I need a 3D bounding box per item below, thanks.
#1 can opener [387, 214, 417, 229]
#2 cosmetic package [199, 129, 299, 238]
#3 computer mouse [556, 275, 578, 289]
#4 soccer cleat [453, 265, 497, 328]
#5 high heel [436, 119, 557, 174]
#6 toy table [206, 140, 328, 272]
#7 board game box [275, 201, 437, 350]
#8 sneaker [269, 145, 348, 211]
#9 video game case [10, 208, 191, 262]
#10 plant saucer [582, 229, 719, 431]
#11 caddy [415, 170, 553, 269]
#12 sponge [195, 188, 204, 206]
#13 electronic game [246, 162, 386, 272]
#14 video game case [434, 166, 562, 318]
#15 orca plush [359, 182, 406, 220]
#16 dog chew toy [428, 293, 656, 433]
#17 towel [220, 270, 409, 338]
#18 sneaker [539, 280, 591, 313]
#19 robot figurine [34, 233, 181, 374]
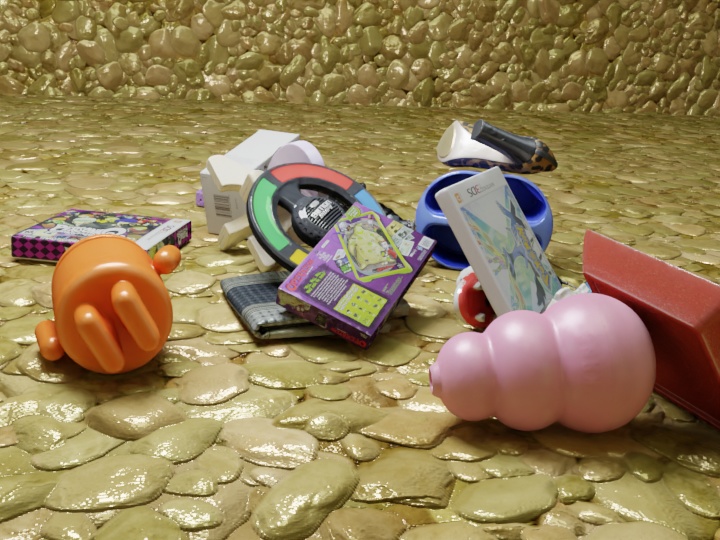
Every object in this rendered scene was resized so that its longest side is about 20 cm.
[{"bbox_3d":[0.050,-0.055,1.268,0.077,0.064,0.200,-16,12,7],"label":"can opener"},{"bbox_3d":[-0.173,-0.145,1.391,0.083,0.109,0.200,9,32,22],"label":"cosmetic package"},{"bbox_3d":[0.272,0.031,1.125,0.198,0.034,0.058,23,-5,35],"label":"computer mouse"},{"bbox_3d":[0.148,0.026,1.061,0.084,0.070,0.199,0,12,32],"label":"soccer cleat"},{"bbox_3d":[0.199,-0.171,1.280,0.141,0.073,0.200,21,-5,-16],"label":"high heel"},{"bbox_3d":[-0.132,-0.093,1.220,0.116,0.201,0.185,-20,61,-31],"label":"toy table"},{"bbox_3d":[0.000,0.000,0.996,0.119,0.033,0.200,29,42,9],"label":"board game box"},{"bbox_3d":[-0.062,-0.115,1.348,0.200,0.076,0.088,43,9,-4],"label":"sneaker"},{"bbox_3d":[-0.364,-0.047,1.223,0.196,0.037,0.181,6,16,7],"label":"video game case"},{"bbox_3d":[0.294,0.071,0.796,0.037,0.201,0.200,-38,28,-7],"label":"plant saucer"},{"bbox_3d":[0.179,-0.073,1.240,0.196,0.144,0.105,5,14,7],"label":"caddy"},{"bbox_3d":[-0.181,-0.124,1.514,0.197,0.030,0.111,13,21,24],"label":"sponge"},{"bbox_3d":[-0.050,-0.062,1.087,0.197,0.042,0.202,15,47,-16],"label":"electronic game"},{"bbox_3d":[0.176,-0.021,1.023,0.022,0.202,0.182,-28,0,31],"label":"video game case"},{"bbox_3d":[-0.001,-0.108,1.429,0.198,0.072,0.104,18,22,38],"label":"orca plush"},{"bbox_3d":[0.160,0.089,0.773,0.196,0.127,0.125,-6,18,-4],"label":"dog chew toy"},{"bbox_3d":[-0.059,0.038,1.041,0.196,0.035,0.192,-6,17,-21],"label":"towel"},{"bbox_3d":[0.267,0.063,0.980,0.086,0.076,0.199,41,28,20],"label":"sneaker"},{"bbox_3d":[-0.254,0.030,0.871,0.115,0.146,0.200,20,9,-27],"label":"robot figurine"}]
